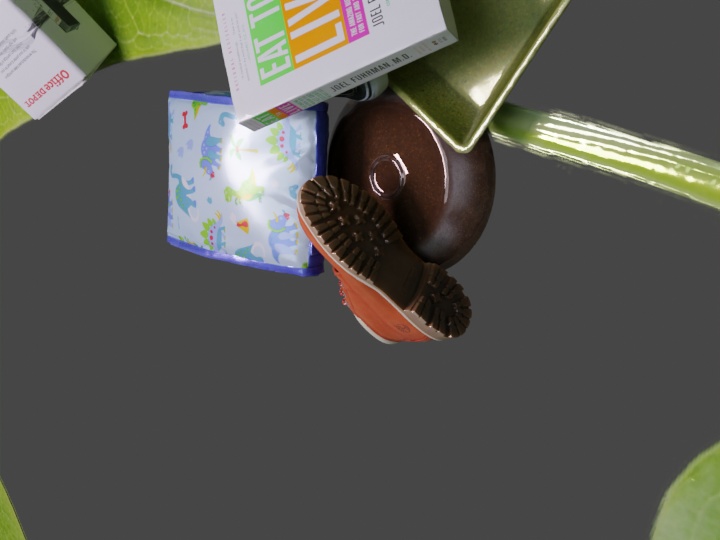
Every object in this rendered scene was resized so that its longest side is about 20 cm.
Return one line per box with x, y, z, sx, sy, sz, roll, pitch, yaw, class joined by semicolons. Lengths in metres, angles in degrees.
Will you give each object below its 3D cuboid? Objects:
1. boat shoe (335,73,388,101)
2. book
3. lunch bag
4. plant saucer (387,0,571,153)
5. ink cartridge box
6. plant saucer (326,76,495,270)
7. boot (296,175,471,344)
-0.051;-0.190;0.768;0.200;0.071;0.072;32;151;50;boat shoe
-0.025;-0.213;0.692;0.200;0.048;0.134;-19;72;26;book
-0.102;-0.095;0.841;0.200;0.127;0.170;18;111;47;lunch bag
0.086;-0.237;0.699;0.200;0.048;0.200;48;126;22;plant saucer
-0.433;-0.308;1.039;0.144;0.084;0.200;-19;123;41;ink cartridge box
0.034;-0.090;0.786;0.200;0.037;0.201;10;106;38;plant saucer
0.000;0.000;0.767;0.200;0.075;0.107;45;147;-18;boot
